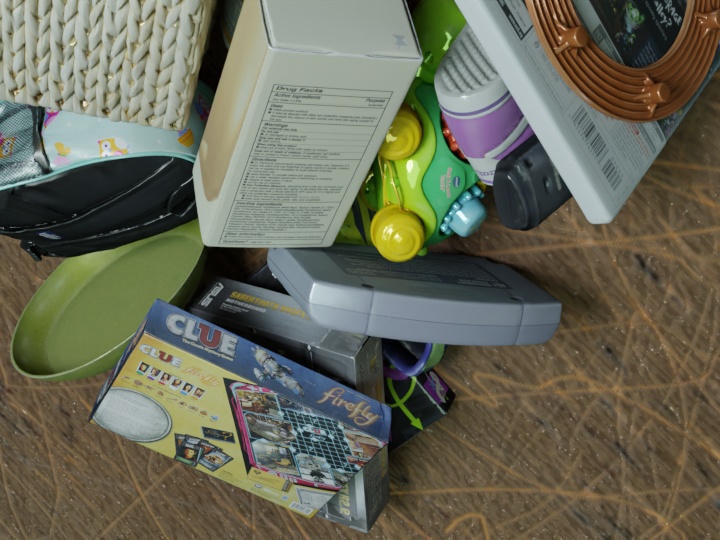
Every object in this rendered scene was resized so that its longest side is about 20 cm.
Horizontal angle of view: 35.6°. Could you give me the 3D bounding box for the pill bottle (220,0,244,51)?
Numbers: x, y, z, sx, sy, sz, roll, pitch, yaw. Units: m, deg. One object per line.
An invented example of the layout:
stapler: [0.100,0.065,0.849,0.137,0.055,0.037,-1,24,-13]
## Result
pill bottle: [-0.039,-0.197,0.794,0.112,0.113,0.200,33,148,4]

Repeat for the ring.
ring: [0.175,-0.196,0.714,0.019,0.200,0.202,-1,115,52]

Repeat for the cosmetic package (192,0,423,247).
cosmetic package: [-0.043,-0.101,0.752,0.104,0.072,0.201,1,146,-23]

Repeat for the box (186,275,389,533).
box: [-0.057,0.114,0.941,0.157,0.048,0.202,14,129,23]

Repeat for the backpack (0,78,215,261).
backpack: [-0.203,-0.100,0.889,0.198,0.176,0.155,-7,74,18]

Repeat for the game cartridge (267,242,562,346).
game cartridge: [0.041,0.016,0.828,0.198,0.133,0.041,5,102,-21]

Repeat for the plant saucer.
plant saucer: [-0.204,0.021,0.940,0.198,0.201,0.031,-19,126,25]

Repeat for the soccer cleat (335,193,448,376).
soccer cleat: [0.001,0.000,0.912,0.065,0.084,0.201,-37,96,29]

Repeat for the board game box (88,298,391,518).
board game box: [-0.093,0.111,0.859,0.199,0.035,0.136,27,135,-14]

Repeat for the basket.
basket: [-0.165,-0.227,0.742,0.159,0.200,0.200,15,147,-8]

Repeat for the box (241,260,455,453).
box: [-0.034,0.080,0.986,0.143,0.036,0.200,-39,94,29]

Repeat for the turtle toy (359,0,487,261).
turtle toy: [0.051,-0.105,0.831,0.100,0.146,0.202,-3,113,-4]

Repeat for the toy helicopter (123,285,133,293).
toy helicopter: [-0.214,0.058,1.017,0.198,0.079,0.133,20,132,27]

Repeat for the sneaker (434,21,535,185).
sneaker: [0.124,-0.146,0.780,0.072,0.201,0.115,18,150,40]

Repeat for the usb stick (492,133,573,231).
usb stick: [0.159,-0.093,0.761,0.032,0.199,0.056,16,132,43]

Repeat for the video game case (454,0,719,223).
video game case: [0.151,-0.165,0.721,0.023,0.182,0.201,-2,131,53]
